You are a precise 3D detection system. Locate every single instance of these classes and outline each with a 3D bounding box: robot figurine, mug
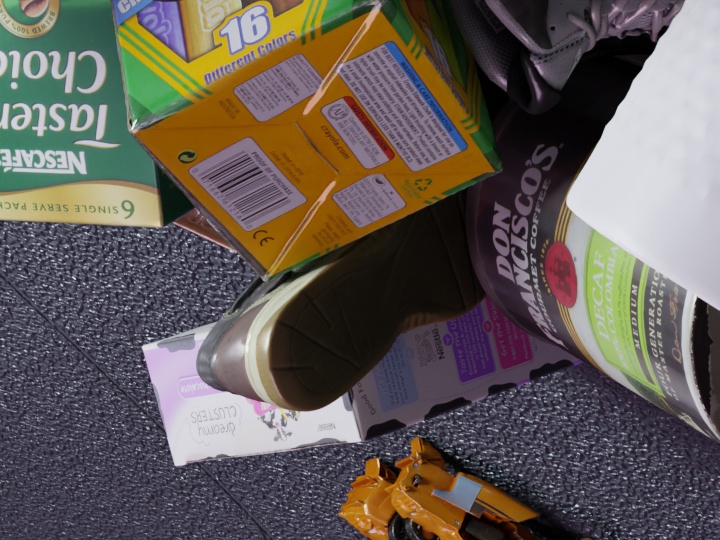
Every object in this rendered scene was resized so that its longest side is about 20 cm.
[{"bbox_3d":[0.093,0.191,1.760,0.200,0.058,0.145,31,154,-15],"label":"robot figurine"},{"bbox_3d":[0.202,-0.048,0.918,0.200,0.176,0.148,32,-172,11],"label":"mug"}]

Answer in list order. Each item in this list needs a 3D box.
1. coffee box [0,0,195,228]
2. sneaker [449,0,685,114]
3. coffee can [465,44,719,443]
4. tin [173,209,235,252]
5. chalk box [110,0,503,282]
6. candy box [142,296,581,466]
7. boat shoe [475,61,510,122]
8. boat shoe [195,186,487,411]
[{"bbox_3d":[-0.146,-0.120,1.225,0.123,0.044,0.200,4,110,23],"label":"coffee box"},{"bbox_3d":[0.114,-0.103,1.096,0.200,0.116,0.075,24,155,-1],"label":"sneaker"},{"bbox_3d":[0.155,-0.009,1.127,0.146,0.146,0.200,38,177,-29],"label":"coffee can"},{"bbox_3d":[-0.079,-0.056,1.367,0.200,0.112,0.042,25,117,-9],"label":"tin"},{"bbox_3d":[-0.031,-0.123,1.135,0.124,0.200,0.125,-25,138,15],"label":"chalk box"},{"bbox_3d":[0.014,0.039,1.373,0.168,0.200,0.072,-11,95,51],"label":"candy box"},{"bbox_3d":[0.021,-0.085,1.274,0.200,0.076,0.072,10,143,17],"label":"boat shoe"},{"bbox_3d":[0.000,0.001,1.181,0.066,0.201,0.072,4,118,37],"label":"boat shoe"}]
